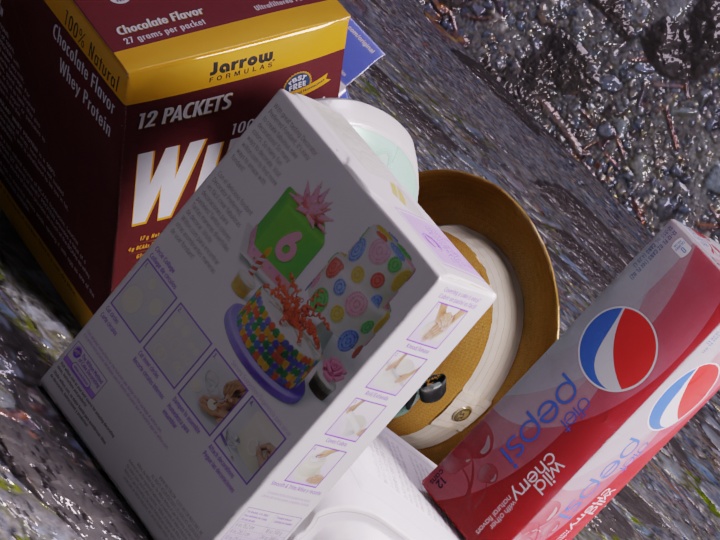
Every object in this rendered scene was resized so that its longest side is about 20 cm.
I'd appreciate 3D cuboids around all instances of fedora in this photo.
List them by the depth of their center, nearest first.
[{"bbox_3d":[0.018,0.035,1.707,0.082,0.201,0.201,10,33,-53],"label":"fedora"}]

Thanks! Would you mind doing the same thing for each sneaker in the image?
[{"bbox_3d":[0.000,0.000,1.552,0.201,0.073,0.119,65,19,-55],"label":"sneaker"}]

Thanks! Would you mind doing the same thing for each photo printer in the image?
[{"bbox_3d":[0.024,0.151,1.603,0.200,0.069,0.166,38,13,-21],"label":"photo printer"}]

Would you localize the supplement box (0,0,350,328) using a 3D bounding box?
[{"bbox_3d":[-0.118,-0.100,1.624,0.132,0.200,0.197,-16,46,-26],"label":"supplement box"}]

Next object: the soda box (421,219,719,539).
[{"bbox_3d":[0.129,0.069,1.570,0.063,0.200,0.070,48,14,26],"label":"soda box"}]

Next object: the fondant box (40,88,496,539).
[{"bbox_3d":[-0.048,0.034,1.450,0.058,0.200,0.144,18,27,-53],"label":"fondant box"}]

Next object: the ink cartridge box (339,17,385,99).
[{"bbox_3d":[-0.093,-0.101,1.807,0.119,0.200,0.042,46,-5,19],"label":"ink cartridge box"}]
